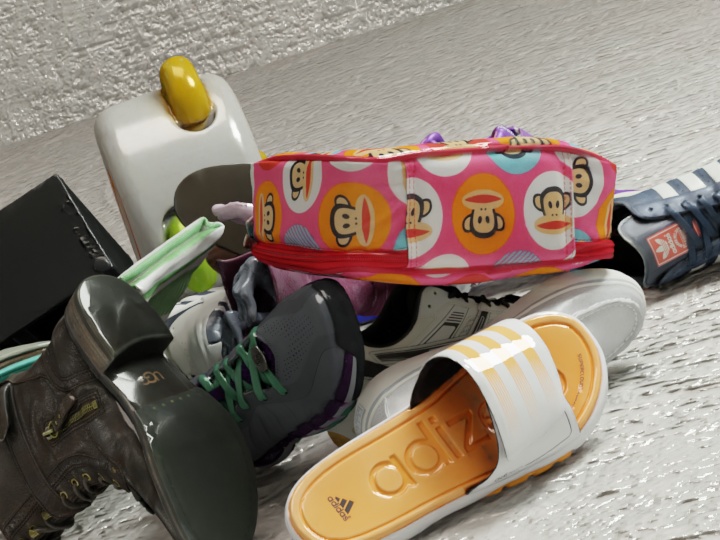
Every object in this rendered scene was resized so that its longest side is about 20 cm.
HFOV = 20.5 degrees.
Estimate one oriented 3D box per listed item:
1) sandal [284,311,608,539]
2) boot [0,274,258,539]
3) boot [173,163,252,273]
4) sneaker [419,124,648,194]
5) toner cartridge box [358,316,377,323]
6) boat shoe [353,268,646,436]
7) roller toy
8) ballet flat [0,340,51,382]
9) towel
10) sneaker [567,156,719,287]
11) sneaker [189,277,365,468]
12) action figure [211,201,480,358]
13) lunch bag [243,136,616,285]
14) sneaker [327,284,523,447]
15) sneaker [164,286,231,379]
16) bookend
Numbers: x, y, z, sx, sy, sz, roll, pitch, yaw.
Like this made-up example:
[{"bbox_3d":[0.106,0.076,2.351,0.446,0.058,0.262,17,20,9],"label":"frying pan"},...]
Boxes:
[{"bbox_3d":[0.052,0.082,1.038,0.206,0.079,0.059,-32,-24,-23],"label":"sandal"},{"bbox_3d":[-0.153,0.118,1.155,0.069,0.201,0.174,-6,-32,-46],"label":"boot"},{"bbox_3d":[-0.079,-0.024,1.425,0.185,0.065,0.200,10,-10,-26],"label":"boot"},{"bbox_3d":[0.122,-0.060,1.440,0.198,0.089,0.081,3,15,2],"label":"sneaker"},{"bbox_3d":[0.045,-0.018,1.565,0.094,0.044,0.200,-15,14,14],"label":"toner cartridge box"},{"bbox_3d":[0.093,0.060,1.130,0.199,0.073,0.068,-19,32,-27],"label":"boat shoe"},{"bbox_3d":[-0.147,-0.076,1.763,0.139,0.202,0.182,-20,-7,-8],"label":"roller toy"},{"bbox_3d":[-0.272,0.097,1.266,0.200,0.068,0.064,-39,50,-4],"label":"ballet flat"},{"bbox_3d":[-0.157,0.066,1.275,0.201,0.023,0.153,-62,-6,24],"label":"towel"},{"bbox_3d":[0.220,-0.029,1.297,0.199,0.075,0.084,-22,7,37],"label":"sneaker"},{"bbox_3d":[-0.064,0.074,1.148,0.087,0.075,0.200,-14,-23,-28],"label":"sneaker"},{"bbox_3d":[0.000,0.000,1.312,0.198,0.150,0.134,-18,11,-19],"label":"action figure"},{"bbox_3d":[0.035,-0.039,1.180,0.198,0.083,0.176,-2,5,-29],"label":"lunch bag"},{"bbox_3d":[0.062,0.037,1.212,0.199,0.088,0.075,-23,11,-24],"label":"sneaker"},{"bbox_3d":[-0.144,0.065,1.419,0.129,0.080,0.199,-21,13,-2],"label":"sneaker"},{"bbox_3d":[-0.269,0.045,1.554,0.199,0.092,0.199,-33,-20,-2],"label":"bookend"}]
